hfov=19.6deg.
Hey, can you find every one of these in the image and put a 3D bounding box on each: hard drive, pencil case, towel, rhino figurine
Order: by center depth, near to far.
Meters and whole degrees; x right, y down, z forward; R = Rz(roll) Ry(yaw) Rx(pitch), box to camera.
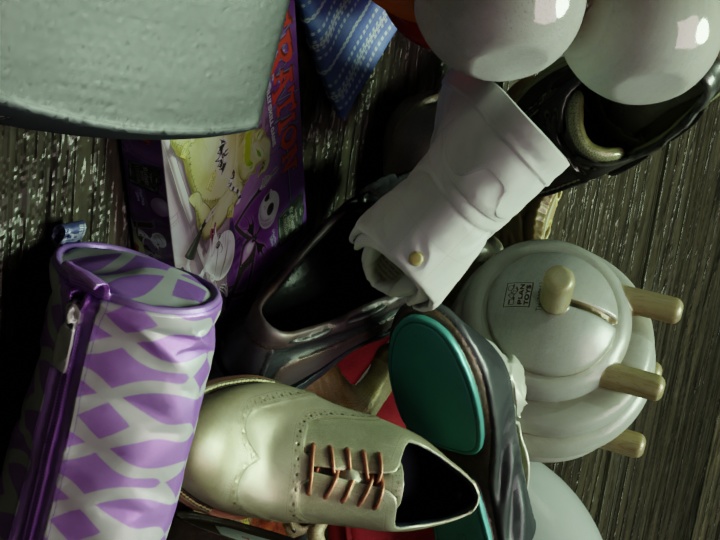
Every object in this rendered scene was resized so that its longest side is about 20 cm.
[{"bbox_3d":[-0.097,-0.117,0.840,0.199,0.042,0.136,3,105,-54],"label":"hard drive"},{"bbox_3d":[-0.121,0.086,0.925,0.085,0.083,0.202,-19,125,-66],"label":"pencil case"},{"bbox_3d":[0.005,-0.191,1.073,0.145,0.024,0.201,-59,154,-24],"label":"towel"},{"bbox_3d":[0.040,-0.017,1.228,0.087,0.060,0.202,-9,119,-40],"label":"rhino figurine"}]

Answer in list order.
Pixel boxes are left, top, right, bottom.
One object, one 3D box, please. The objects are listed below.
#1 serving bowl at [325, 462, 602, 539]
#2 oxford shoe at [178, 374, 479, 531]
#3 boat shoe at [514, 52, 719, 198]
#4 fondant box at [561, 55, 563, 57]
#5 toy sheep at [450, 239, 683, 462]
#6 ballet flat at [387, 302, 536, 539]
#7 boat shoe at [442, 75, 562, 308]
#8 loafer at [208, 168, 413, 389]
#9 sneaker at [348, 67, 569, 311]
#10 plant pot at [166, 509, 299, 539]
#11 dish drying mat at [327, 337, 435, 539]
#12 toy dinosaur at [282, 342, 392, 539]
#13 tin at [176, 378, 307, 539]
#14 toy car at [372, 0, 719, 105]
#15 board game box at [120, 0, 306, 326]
[{"bbox_3d":[0.050,0.194,1.227,0.066,0.199,0.202,54,58,-77],"label":"serving bowl"},{"bbox_3d":[-0.018,0.092,1.023,0.199,0.073,0.072,11,86,-49],"label":"oxford shoe"},{"bbox_3d":[0.137,-0.091,1.200,0.200,0.073,0.065,-35,-173,45],"label":"boat shoe"},{"bbox_3d":[0.164,-0.218,1.128,0.058,0.199,0.145,-38,105,-51],"label":"fondant box"},{"bbox_3d":[0.111,0.046,1.195,0.138,0.137,0.201,-58,166,-27],"label":"toy sheep"},{"bbox_3d":[0.061,0.087,1.122,0.073,0.073,0.201,-47,135,-43],"label":"ballet flat"},{"bbox_3d":[0.087,-0.022,1.315,0.201,0.074,0.066,-61,168,-8],"label":"boat shoe"},{"bbox_3d":[0.000,0.000,1.095,0.200,0.072,0.063,-40,171,-37],"label":"loafer"},{"bbox_3d":[0.039,-0.042,1.068,0.116,0.074,0.200,-45,-175,5],"label":"sneaker"},{"bbox_3d":[-0.076,0.227,1.015,0.187,0.186,0.202,22,84,-66],"label":"plant pot"},{"bbox_3d":[0.016,0.125,1.180,0.018,0.076,0.202,153,-69,-69],"label":"dish drying mat"},{"bbox_3d":[-0.029,0.100,1.112,0.199,0.058,0.102,-31,118,-44],"label":"toy dinosaur"},{"bbox_3d":[-0.067,0.133,1.139,0.112,0.042,0.201,-59,154,-34],"label":"tin"},{"bbox_3d":[0.082,-0.162,1.048,0.198,0.150,0.177,6,67,-28],"label":"toy car"},{"bbox_3d":[-0.070,-0.069,0.997,0.120,0.032,0.201,-54,151,-43],"label":"board game box"}]
